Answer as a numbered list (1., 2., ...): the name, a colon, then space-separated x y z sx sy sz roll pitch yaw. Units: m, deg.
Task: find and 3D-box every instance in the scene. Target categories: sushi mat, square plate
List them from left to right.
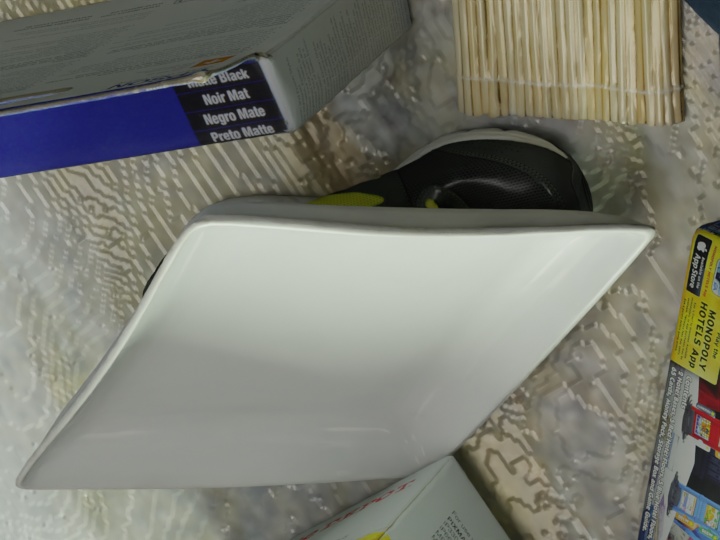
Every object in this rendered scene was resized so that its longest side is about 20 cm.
1. square plate: -0.015 0.028 0.984 0.198 0.199 0.029 -51 47 47
2. sushi mat: 0.077 -0.155 0.982 0.095 0.012 0.201 3 111 21

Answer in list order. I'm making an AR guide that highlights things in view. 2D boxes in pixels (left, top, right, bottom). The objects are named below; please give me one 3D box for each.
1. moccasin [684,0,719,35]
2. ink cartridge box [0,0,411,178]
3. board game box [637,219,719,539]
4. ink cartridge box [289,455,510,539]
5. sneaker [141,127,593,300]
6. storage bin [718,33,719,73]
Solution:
1. moccasin: 0.115 -0.107 0.747 0.200 0.068 0.081 33 88 4
2. ink cartridge box: -0.101 -0.069 0.978 0.199 0.200 0.041 -8 106 24
3. board game box: 0.204 0.102 0.951 0.200 0.062 0.201 30 126 35
4. ink cartridge box: -0.012 0.200 1.039 0.145 0.200 0.145 -31 96 34
5. sneaker: 0.000 0.000 1.030 0.199 0.085 0.075 -15 104 25
6. storage bin: 0.199 -0.068 0.870 0.134 0.200 0.146 -7 122 14
